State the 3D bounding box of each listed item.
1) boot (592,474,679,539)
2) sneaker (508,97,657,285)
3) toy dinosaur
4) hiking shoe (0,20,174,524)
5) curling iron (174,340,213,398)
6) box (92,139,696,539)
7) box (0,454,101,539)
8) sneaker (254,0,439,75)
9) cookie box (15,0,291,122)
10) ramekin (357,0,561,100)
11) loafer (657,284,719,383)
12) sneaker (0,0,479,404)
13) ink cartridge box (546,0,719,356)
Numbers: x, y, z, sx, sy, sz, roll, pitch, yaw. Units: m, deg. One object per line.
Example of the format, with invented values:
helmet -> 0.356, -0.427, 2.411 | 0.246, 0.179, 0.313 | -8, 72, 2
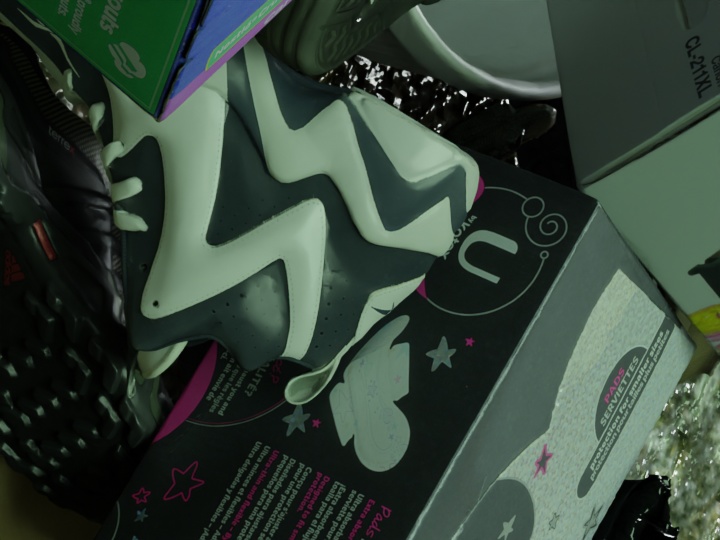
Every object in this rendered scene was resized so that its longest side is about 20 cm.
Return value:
boot -> 0.062, 0.090, 0.970 | 0.073, 0.162, 0.199 | 20, 83, -46
sneaker -> 0.111, -0.039, 1.059 | 0.083, 0.072, 0.200 | -52, 146, -57
toy dinosaur -> 0.000, 0.000, 0.947 | 0.047, 0.088, 0.200 | 38, 91, -4
hiking shoe -> -0.103, -0.003, 0.838 | 0.101, 0.076, 0.200 | -51, 125, -51
curling iron -> -0.061, 0.049, 0.941 | 0.050, 0.026, 0.200 | -15, 104, -65
box -> 0.017, 0.069, 0.832 | 0.200, 0.115, 0.132 | -58, 146, -10
box -> -0.186, 0.086, 0.821 | 0.164, 0.021, 0.200 | -49, 128, -29
sneaker -> -0.013, -0.136, 0.774 | 0.076, 0.114, 0.199 | -59, 169, 31
cookie box -> -0.071, -0.171, 0.654 | 0.200, 0.075, 0.171 | 40, 61, 7
ramekin -> 0.041, -0.173, 0.942 | 0.200, 0.105, 0.201 | -11, 106, -43
loafer -> 0.169, -0.002, 1.068 | 0.200, 0.067, 0.076 | 88, 0, -65
sneaker -> -0.073, -0.028, 0.770 | 0.199, 0.079, 0.130 | 29, 94, -2
ink cartridge box -> 0.162, -0.030, 0.892 | 0.200, 0.083, 0.146 | 46, 24, -30
